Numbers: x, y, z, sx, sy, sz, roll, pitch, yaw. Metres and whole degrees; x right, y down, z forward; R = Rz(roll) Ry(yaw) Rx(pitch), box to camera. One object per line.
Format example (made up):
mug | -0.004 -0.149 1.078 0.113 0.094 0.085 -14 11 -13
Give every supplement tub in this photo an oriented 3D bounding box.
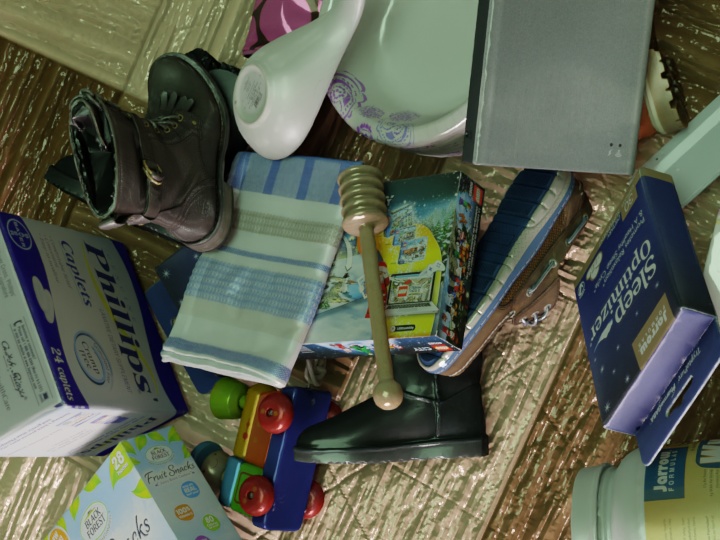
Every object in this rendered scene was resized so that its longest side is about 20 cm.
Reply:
supplement tub | 0.265 0.194 1.038 0.199 0.145 0.145 -9 80 21

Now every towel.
towel | -0.083 -0.006 1.184 0.147 0.024 0.200 10 75 41

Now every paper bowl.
paper bowl | 0.070 -0.192 1.178 0.200 0.104 0.201 -6 80 34

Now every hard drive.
hard drive | 0.152 -0.176 1.076 0.033 0.139 0.201 -155 69 -66

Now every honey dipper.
honey dipper | 0.009 0.012 1.090 0.038 0.038 0.200 -17 60 20

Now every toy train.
toy train | -0.081 0.114 1.237 0.116 0.085 0.201 12 88 38

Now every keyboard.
keyboard | 0.298 -0.120 1.125 0.200 0.011 0.056 -44 51 13

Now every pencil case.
pencil case | -0.034 -0.268 1.253 0.094 0.091 0.201 19 94 27

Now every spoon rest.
spoon rest | -0.048 -0.179 1.173 0.099 0.061 0.200 58 134 33

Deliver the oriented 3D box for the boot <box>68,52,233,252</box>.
boot | -0.173 -0.112 1.155 0.069 0.174 0.200 -22 69 21

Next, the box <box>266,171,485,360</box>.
box | 0.000 0.000 1.155 0.200 0.038 0.137 -5 65 38

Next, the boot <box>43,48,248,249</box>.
boot | -0.180 -0.121 1.306 0.200 0.076 0.168 21 83 35

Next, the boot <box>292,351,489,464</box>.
boot | 0.021 0.057 1.186 0.164 0.066 0.201 -3 86 -4

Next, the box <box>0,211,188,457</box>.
box | -0.268 0.061 1.251 0.105 0.200 0.184 -28 74 17

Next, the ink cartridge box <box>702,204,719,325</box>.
ink cartridge box | 0.307 -0.038 1.063 0.067 0.116 0.201 14 89 23

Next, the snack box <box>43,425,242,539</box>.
snack box | -0.171 0.264 1.229 0.200 0.068 0.169 55 129 20

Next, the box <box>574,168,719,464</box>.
box | 0.207 0.031 1.048 0.032 0.200 0.121 15 127 -14

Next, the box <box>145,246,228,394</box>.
box | -0.102 0.009 1.279 0.200 0.032 0.121 -38 71 16

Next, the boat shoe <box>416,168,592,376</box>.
boat shoe | 0.123 0.008 1.142 0.200 0.072 0.072 -55 28 -6

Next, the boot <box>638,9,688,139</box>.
boot | 0.188 -0.197 1.159 0.107 0.075 0.201 -16 79 26
